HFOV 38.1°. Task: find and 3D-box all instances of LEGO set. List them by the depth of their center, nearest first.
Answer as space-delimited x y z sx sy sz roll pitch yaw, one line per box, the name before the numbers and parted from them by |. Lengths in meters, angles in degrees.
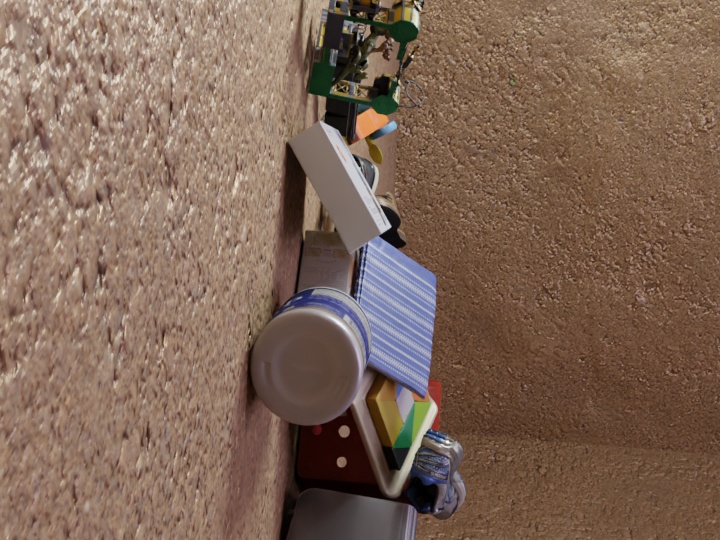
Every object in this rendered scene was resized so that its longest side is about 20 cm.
LEGO set | 0.005 -0.307 1.331 0.201 0.150 0.118 93 3 -56

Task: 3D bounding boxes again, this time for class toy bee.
toy bee | 0.014 -0.240 1.738 0.198 0.108 0.134 -6 80 -46

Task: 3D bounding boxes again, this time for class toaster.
toaster | -0.005 0.382 1.433 0.181 0.196 0.121 80 19 -69

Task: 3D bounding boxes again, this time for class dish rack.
dish rack | -0.019 -0.299 1.525 0.201 0.053 0.156 -81 179 -58

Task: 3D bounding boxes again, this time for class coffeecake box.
coffeecake box | -0.046 0.073 1.418 0.154 0.071 0.203 84 11 -61

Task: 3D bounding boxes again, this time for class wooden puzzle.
wooden puzzle | 0.049 0.177 1.422 0.186 0.037 0.202 -58 136 -44

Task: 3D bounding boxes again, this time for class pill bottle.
pill bottle | -0.047 0.084 1.147 0.200 0.117 0.122 -61 154 -80

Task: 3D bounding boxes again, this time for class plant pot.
plant pot | 0.000 0.246 1.543 0.176 0.196 0.204 39 54 -67

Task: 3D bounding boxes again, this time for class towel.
towel | 0.043 0.057 1.411 0.024 0.144 0.203 -30 -141 41

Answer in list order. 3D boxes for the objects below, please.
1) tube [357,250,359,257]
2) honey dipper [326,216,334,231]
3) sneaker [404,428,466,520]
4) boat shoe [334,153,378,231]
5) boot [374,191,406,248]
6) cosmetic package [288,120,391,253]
tube | 0.000 0.000 1.589 0.078 0.050 0.200 -53 179 -14
honey dipper | -0.044 -0.074 1.585 0.038 0.037 0.204 51 45 -83
sneaker | 0.095 0.302 1.449 0.086 0.076 0.202 -52 151 -29
boat shoe | -0.022 -0.087 1.695 0.063 0.073 0.206 22 77 -55
boot | 0.029 -0.092 1.641 0.200 0.072 0.077 53 30 -74
cosmetic package | -0.022 -0.105 1.309 0.152 0.051 0.200 59 6 -2
